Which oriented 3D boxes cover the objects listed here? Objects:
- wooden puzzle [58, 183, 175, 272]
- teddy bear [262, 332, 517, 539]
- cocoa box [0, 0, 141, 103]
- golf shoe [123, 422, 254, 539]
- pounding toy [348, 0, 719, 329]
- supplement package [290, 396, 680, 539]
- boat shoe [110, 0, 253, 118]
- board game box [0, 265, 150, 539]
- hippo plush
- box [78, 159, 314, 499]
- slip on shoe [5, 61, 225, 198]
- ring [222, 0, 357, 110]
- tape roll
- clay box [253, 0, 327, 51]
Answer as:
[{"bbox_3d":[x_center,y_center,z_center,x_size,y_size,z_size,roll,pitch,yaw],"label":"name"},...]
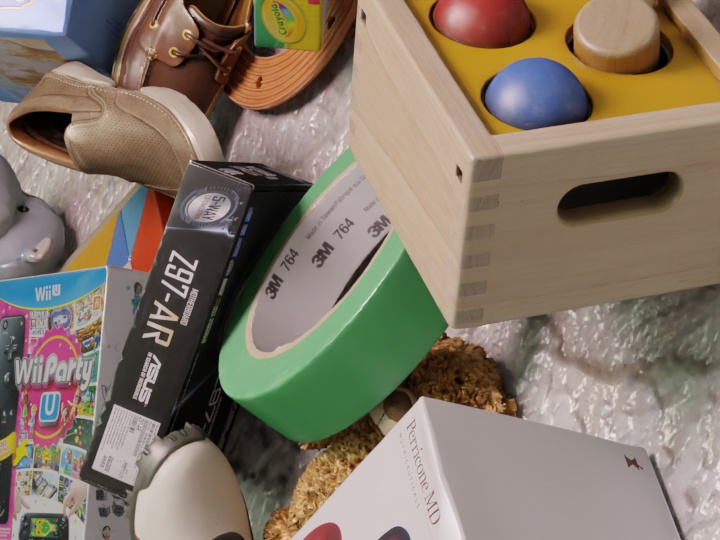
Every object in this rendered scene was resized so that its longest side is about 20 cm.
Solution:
[{"bbox_3d":[-0.158,0.023,1.539,0.185,0.037,0.201,-44,44,38],"label":"wooden puzzle"},{"bbox_3d":[0.004,0.120,1.234,0.200,0.067,0.145,-42,47,41],"label":"teddy bear"},{"bbox_3d":[-0.219,-0.199,1.547,0.133,0.200,0.132,6,80,15],"label":"cocoa box"},{"bbox_3d":[-0.077,0.184,1.283,0.088,0.077,0.201,19,126,48],"label":"golf shoe"},{"bbox_3d":[0.110,-0.097,1.080,0.184,0.199,0.143,-118,25,-46],"label":"pounding toy"},{"bbox_3d":[0.052,0.204,1.056,0.200,0.147,0.192,-50,40,33],"label":"supplement package"},{"bbox_3d":[-0.112,-0.159,1.482,0.068,0.072,0.201,21,93,59],"label":"boat shoe"},{"bbox_3d":[-0.191,0.104,1.487,0.147,0.064,0.201,-7,76,52],"label":"board game box"},{"bbox_3d":[-0.302,0.000,1.646,0.160,0.200,0.159,-28,22,15],"label":"hippo plush"},{"bbox_3d":[-0.096,0.034,1.349,0.160,0.043,0.201,-6,-63,-77],"label":"box"},{"bbox_3d":[-0.158,-0.084,1.417,0.200,0.060,0.076,28,140,46],"label":"slip on shoe"},{"bbox_3d":[-0.042,-0.203,1.480,0.200,0.019,0.201,-28,54,47],"label":"ring"},{"bbox_3d":[0.000,0.000,1.241,0.200,0.048,0.201,-44,21,22],"label":"tape roll"},{"bbox_3d":[-0.039,-0.240,1.321,0.200,0.047,0.115,90,-175,-54],"label":"clay box"}]
